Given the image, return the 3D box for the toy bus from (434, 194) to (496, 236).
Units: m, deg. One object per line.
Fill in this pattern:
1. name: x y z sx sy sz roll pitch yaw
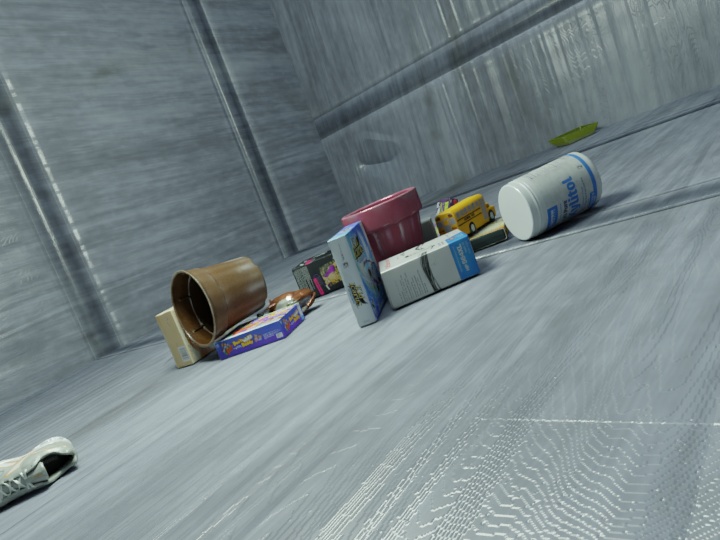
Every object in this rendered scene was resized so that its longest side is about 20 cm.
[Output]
1. toy bus: 0.270 -0.135 1.518 0.064 0.080 0.198 -15 11 43

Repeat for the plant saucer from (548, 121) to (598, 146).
1. plant saucer: 1.072 -0.677 3.012 0.195 0.049 0.200 -24 9 -1

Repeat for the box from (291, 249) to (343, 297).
1. box: -0.090 -0.001 1.808 0.195 0.109 0.122 -20 9 15

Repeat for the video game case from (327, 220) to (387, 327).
1. video game case: 0.000 0.000 1.278 0.044 0.186 0.200 -20 9 13

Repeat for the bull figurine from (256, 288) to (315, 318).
1. bull figurine: -0.209 0.103 1.641 0.197 0.066 0.122 -25 13 34

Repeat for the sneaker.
1. sneaker: -0.600 0.365 1.063 0.090 0.078 0.198 -7 19 47

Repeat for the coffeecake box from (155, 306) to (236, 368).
1. coffeecake box: -0.454 0.153 1.683 0.072 0.158 0.199 -17 10 32

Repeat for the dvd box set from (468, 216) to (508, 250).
1. dvd box set: 0.304 -0.089 1.519 0.143 0.030 0.200 -21 8 19

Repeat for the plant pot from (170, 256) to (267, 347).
1. plant pot: -0.362 0.066 1.573 0.196 0.206 0.197 -26 8 -42

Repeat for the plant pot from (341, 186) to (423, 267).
1. plant pot: 0.072 -0.079 1.445 0.195 0.184 0.200 -21 8 3

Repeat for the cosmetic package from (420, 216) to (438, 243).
1. cosmetic package: 0.114 -0.054 1.573 0.195 0.110 0.090 -20 8 9

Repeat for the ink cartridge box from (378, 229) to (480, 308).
1. ink cartridge box: 0.140 -0.006 1.273 0.195 0.087 0.146 -22 8 3

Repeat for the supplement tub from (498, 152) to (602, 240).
1. supplement tub: 0.421 -0.166 1.329 0.196 0.135 0.132 -26 9 -15

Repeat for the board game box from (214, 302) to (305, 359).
1. board game box: -0.252 0.152 1.511 0.195 0.046 0.134 -21 9 21

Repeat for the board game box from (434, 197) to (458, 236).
1. board game box: 0.232 -0.133 1.653 0.031 0.124 0.200 10 4 -2
